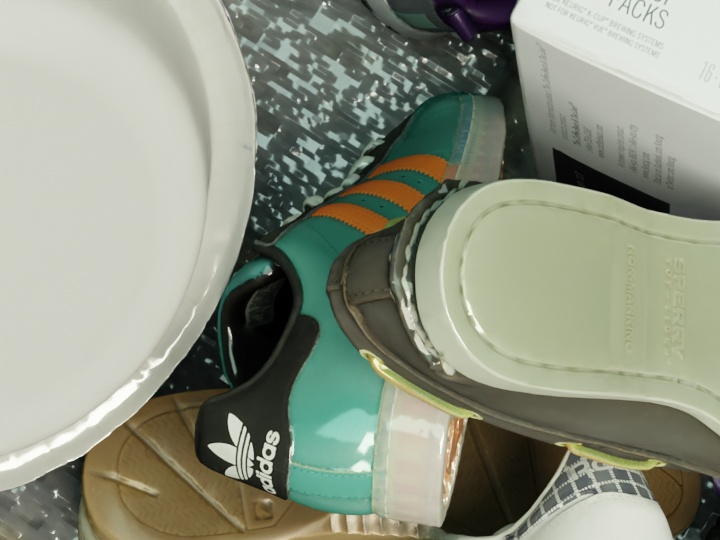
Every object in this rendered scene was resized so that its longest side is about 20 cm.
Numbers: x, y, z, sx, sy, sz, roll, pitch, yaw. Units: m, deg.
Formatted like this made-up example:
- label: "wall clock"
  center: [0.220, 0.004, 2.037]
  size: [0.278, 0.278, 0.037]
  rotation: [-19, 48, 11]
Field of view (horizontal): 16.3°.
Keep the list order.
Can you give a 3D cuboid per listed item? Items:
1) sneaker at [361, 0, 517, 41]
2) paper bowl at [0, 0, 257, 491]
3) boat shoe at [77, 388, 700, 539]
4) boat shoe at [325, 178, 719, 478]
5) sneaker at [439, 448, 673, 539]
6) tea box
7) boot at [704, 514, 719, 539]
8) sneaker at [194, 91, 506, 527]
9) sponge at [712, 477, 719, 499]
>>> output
- label: "sneaker"
  center: [0.080, -0.155, 0.826]
  size: [0.074, 0.087, 0.201]
  rotation: [34, 89, -25]
- label: "paper bowl"
  center: [-0.124, -0.026, 0.716]
  size: [0.201, 0.201, 0.104]
  rotation: [-43, 35, -4]
- label: "boat shoe"
  center: [0.008, 0.070, 0.808]
  size: [0.198, 0.065, 0.072]
  rotation: [1, 64, -10]
- label: "boat shoe"
  center: [0.083, 0.020, 0.698]
  size: [0.200, 0.060, 0.072]
  rotation: [18, 74, -35]
- label: "sneaker"
  center: [0.029, 0.130, 0.757]
  size: [0.200, 0.076, 0.081]
  rotation: [-42, 47, 38]
- label: "tea box"
  center: [0.147, -0.105, 0.759]
  size: [0.133, 0.200, 0.198]
  rotation: [24, 82, 10]
- label: "boot"
  center: [0.141, 0.162, 0.769]
  size: [0.130, 0.068, 0.201]
  rotation: [23, 98, 8]
- label: "sneaker"
  center: [0.000, 0.000, 0.769]
  size: [0.079, 0.200, 0.072]
  rotation: [7, 121, 5]
- label: "sponge"
  center: [0.212, 0.115, 0.794]
  size: [0.111, 0.030, 0.201]
  rotation: [-35, 77, -2]
